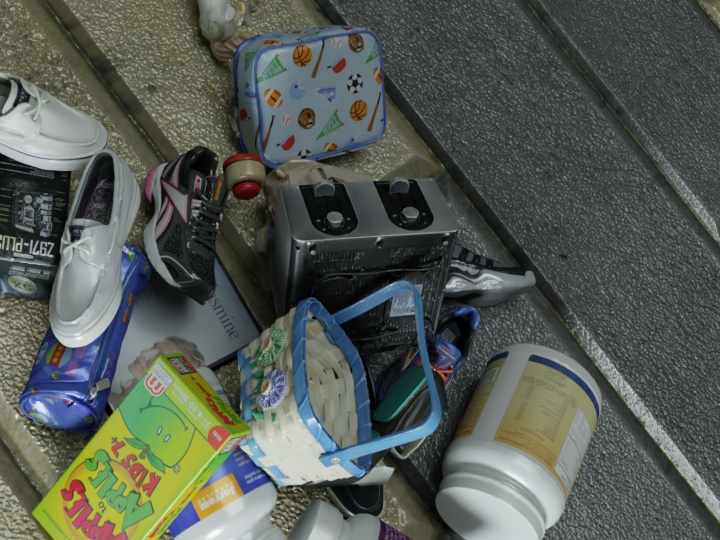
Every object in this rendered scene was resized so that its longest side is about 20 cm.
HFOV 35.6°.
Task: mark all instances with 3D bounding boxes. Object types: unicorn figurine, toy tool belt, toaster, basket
[{"bbox_3d":[-0.174,-0.353,1.367,0.073,0.136,0.204,8,77,-33],"label":"unicorn figurine"},{"bbox_3d":[-0.062,-0.056,1.267,0.197,0.124,0.125,9,62,-38],"label":"toy tool belt"},{"bbox_3d":[0.000,0.000,1.194,0.177,0.202,0.120,-4,43,-13],"label":"toaster"},{"bbox_3d":[-0.021,0.113,1.087,0.178,0.197,0.140,-98,161,-45],"label":"basket"}]

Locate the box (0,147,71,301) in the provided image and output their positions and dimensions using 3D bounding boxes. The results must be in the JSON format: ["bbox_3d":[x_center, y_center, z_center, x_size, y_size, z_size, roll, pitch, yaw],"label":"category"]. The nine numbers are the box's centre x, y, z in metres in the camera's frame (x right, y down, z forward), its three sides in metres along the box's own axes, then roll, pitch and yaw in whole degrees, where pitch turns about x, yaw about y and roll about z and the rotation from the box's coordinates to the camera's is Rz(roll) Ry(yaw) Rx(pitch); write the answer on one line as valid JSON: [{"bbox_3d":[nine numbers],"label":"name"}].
[{"bbox_3d":[-0.397,-0.073,1.128,0.197,0.086,0.167,9,62,-23],"label":"box"}]

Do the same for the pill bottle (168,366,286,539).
[{"bbox_3d":[-0.150,0.208,1.104,0.111,0.112,0.202,-24,78,-33],"label":"pill bottle"}]

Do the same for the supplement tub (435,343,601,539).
[{"bbox_3d":[0.176,0.200,1.255,0.143,0.144,0.201,36,56,-7],"label":"supplement tub"}]

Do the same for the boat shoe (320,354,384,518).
[{"bbox_3d":[-0.009,0.174,1.224,0.073,0.062,0.204,2,67,-28],"label":"boat shoe"}]

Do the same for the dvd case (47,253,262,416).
[{"bbox_3d":[-0.214,0.057,1.201,0.198,0.018,0.144,-27,80,-34],"label":"dvd case"}]

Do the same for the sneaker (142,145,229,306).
[{"bbox_3d":[-0.179,-0.061,1.190,0.080,0.086,0.202,31,31,-45],"label":"sneaker"}]

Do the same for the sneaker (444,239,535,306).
[{"bbox_3d":[0.122,-0.020,1.374,0.196,0.075,0.116,-1,69,-24],"label":"sneaker"}]

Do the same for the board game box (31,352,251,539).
[{"bbox_3d":[-0.204,0.186,1.038,0.101,0.201,0.048,43,11,13],"label":"board game box"}]

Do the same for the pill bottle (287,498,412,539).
[{"bbox_3d":[0.018,0.319,1.138,0.198,0.112,0.113,34,56,-9],"label":"pill bottle"}]

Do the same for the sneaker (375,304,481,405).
[{"bbox_3d":[0.078,0.109,1.289,0.075,0.078,0.201,35,56,-6],"label":"sneaker"}]

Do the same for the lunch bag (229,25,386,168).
[{"bbox_3d":[-0.063,-0.205,1.341,0.197,0.075,0.163,-16,114,-30],"label":"lunch bag"}]

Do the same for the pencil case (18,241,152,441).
[{"bbox_3d":[-0.267,0.061,1.108,0.078,0.086,0.203,47,45,-42],"label":"pencil case"}]

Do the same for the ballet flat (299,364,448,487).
[{"bbox_3d":[0.022,0.180,1.172,0.199,0.068,0.069,-36,110,-23],"label":"ballet flat"}]

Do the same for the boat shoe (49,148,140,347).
[{"bbox_3d":[-0.258,-0.027,1.076,0.071,0.069,0.203,5,58,15],"label":"boat shoe"}]

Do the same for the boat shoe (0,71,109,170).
[{"bbox_3d":[-0.342,-0.160,1.106,0.197,0.066,0.073,20,58,-17],"label":"boat shoe"}]
